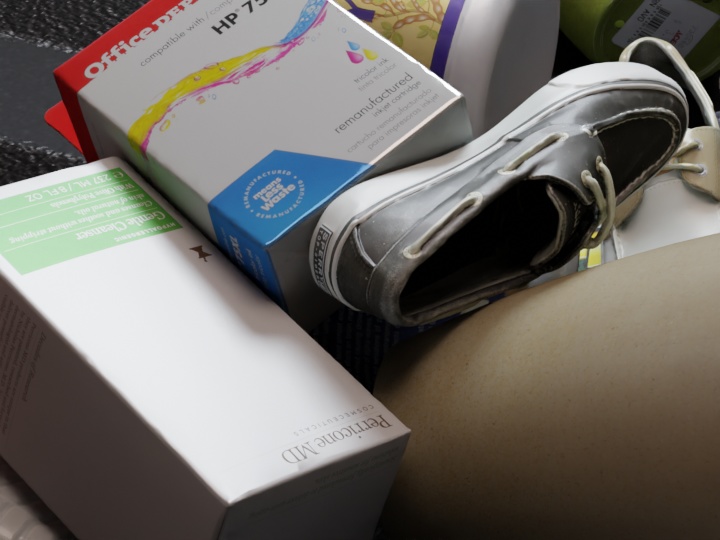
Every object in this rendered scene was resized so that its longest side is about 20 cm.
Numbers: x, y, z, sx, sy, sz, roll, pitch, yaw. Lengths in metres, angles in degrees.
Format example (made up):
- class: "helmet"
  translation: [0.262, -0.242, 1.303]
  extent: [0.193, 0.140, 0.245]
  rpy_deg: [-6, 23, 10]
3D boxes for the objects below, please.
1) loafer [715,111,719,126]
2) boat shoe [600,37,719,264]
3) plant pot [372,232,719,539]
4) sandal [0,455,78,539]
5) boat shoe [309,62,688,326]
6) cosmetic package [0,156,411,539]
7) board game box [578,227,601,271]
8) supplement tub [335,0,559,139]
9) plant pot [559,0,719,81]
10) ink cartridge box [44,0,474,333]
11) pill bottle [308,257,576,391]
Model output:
- class: "loafer"
  translation: [0.211, -0.011, 1.317]
  extent: [0.063, 0.072, 0.200]
  rpy_deg: [28, 26, -20]
- class: "boat shoe"
  translation: [0.144, -0.037, 1.209]
  extent: [0.075, 0.069, 0.200]
  rpy_deg: [-13, 36, 7]
- class: "plant pot"
  translation: [0.111, 0.073, 1.045]
  extent: [0.199, 0.188, 0.187]
  rpy_deg: [-3, 25, 19]
- class: "sandal"
  translation: [-0.152, 0.099, 1.074]
  extent: [0.203, 0.050, 0.082]
  rpy_deg: [38, 49, 25]
- class: "boat shoe"
  translation: [0.075, -0.027, 1.069]
  extent: [0.200, 0.071, 0.064]
  rpy_deg: [-28, 37, -28]
- class: "cosmetic package"
  translation: [-0.089, 0.050, 1.045]
  extent: [0.107, 0.085, 0.200]
  rpy_deg: [-19, 49, -43]
- class: "board game box"
  translation: [0.115, -0.022, 1.280]
  extent: [0.199, 0.024, 0.105]
  rpy_deg: [-7, 38, 15]
- class: "supplement tub"
  translation: [-0.002, -0.131, 1.408]
  extent: [0.199, 0.146, 0.145]
  rpy_deg: [14, 30, 18]
- class: "plant pot"
  translation: [0.173, -0.209, 1.570]
  extent: [0.186, 0.187, 0.200]
  rpy_deg: [0, 44, -8]
- class: "ink cartridge box"
  translation: [-0.054, -0.072, 1.125]
  extent: [0.116, 0.067, 0.200]
  rpy_deg: [-38, 53, -18]
- class: "pill bottle"
  translation: [0.000, 0.000, 1.188]
  extent: [0.199, 0.111, 0.111]
  rpy_deg: [9, 29, 8]
